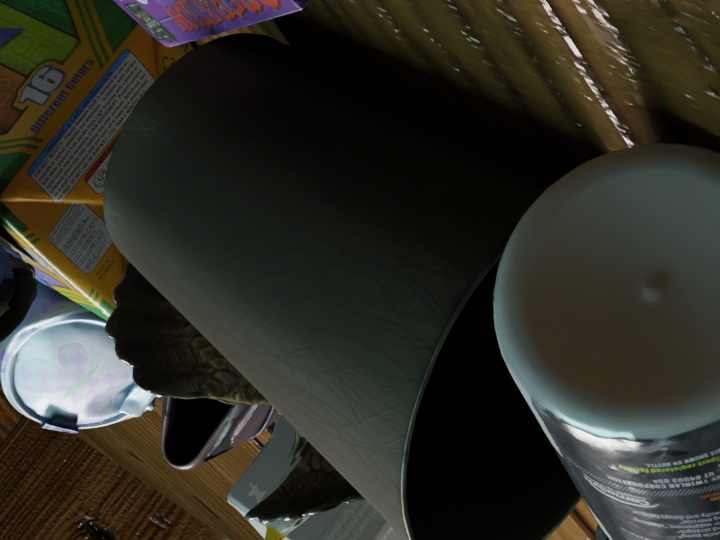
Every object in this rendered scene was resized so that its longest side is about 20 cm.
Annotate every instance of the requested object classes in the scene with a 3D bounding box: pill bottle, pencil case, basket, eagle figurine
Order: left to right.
[{"bbox_3d":[-0.146,-0.008,1.307,0.090,0.083,0.201,10,-141,-16],"label":"pencil case"},{"bbox_3d":[-0.012,0.061,1.112,0.150,0.152,0.200,-4,160,14],"label":"eagle figurine"},{"bbox_3d":[0.000,0.000,0.984,0.200,0.136,0.181,36,143,35],"label":"basket"},{"bbox_3d":[0.118,0.046,0.861,0.106,0.106,0.200,31,167,28],"label":"pill bottle"}]

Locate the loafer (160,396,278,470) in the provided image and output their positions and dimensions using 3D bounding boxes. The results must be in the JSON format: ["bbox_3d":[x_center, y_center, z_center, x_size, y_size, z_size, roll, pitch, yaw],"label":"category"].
[{"bbox_3d":[-0.063,0.029,1.262,0.072,0.063,0.201,32,137,16],"label":"loafer"}]

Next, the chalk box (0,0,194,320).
[{"bbox_3d":[-0.167,-0.079,1.213,0.199,0.125,0.124,26,164,42],"label":"chalk box"}]

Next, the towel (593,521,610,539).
[{"bbox_3d":[0.158,0.123,1.009,0.152,0.023,0.200,40,-158,-9],"label":"towel"}]

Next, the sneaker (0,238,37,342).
[{"bbox_3d":[-0.207,0.007,1.167,0.089,0.079,0.200,42,169,-11],"label":"sneaker"}]

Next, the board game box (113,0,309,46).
[{"bbox_3d":[-0.088,-0.141,0.965,0.120,0.032,0.200,36,170,-15],"label":"board game box"}]

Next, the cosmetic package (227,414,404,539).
[{"bbox_3d":[0.012,0.132,1.324,0.090,0.107,0.200,33,170,22],"label":"cosmetic package"}]
